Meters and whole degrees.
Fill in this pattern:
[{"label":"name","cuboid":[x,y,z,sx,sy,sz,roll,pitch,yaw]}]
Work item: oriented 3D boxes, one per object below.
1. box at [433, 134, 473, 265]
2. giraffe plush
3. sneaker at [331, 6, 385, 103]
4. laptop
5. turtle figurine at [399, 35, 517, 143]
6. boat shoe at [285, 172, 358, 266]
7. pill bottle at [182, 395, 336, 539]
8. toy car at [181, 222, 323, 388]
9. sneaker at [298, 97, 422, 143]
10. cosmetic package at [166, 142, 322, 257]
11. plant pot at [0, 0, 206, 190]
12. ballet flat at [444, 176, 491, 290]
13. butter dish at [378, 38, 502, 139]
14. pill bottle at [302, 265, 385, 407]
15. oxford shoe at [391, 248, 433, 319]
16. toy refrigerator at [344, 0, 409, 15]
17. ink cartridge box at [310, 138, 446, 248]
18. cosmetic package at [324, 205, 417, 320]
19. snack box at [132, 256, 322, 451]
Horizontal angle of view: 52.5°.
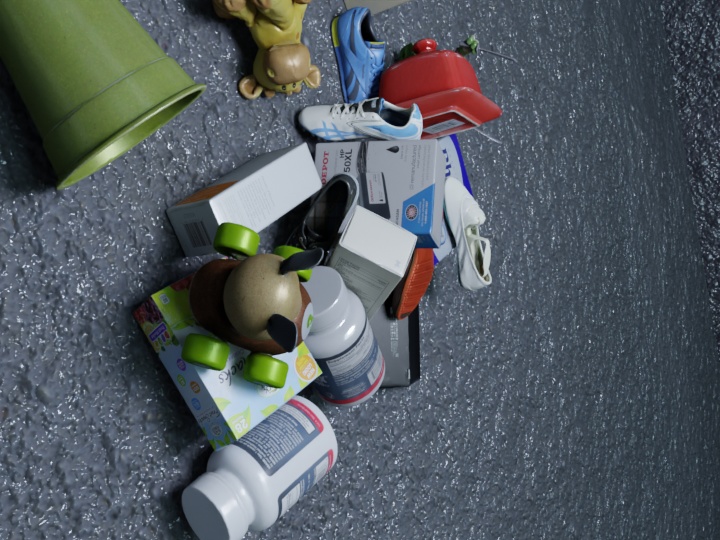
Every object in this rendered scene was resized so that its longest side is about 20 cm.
[{"label":"box","cuboid":[0.107,-0.125,1.300,0.199,0.103,0.188,-38,116,-45]},{"label":"giraffe plush","cuboid":[-0.121,-0.331,1.036,0.201,0.167,0.167,-78,163,-72]},{"label":"sneaker","cuboid":[0.010,-0.335,1.223,0.065,0.077,0.206,-30,111,-48]},{"label":"laptop","cuboid":[0.038,0.103,1.272,0.194,0.115,0.193,0,86,-21]},{"label":"turtle figurine","cuboid":[0.174,-0.354,1.348,0.189,0.146,0.202,-4,47,-32]},{"label":"boat shoe","cuboid":[-0.068,-0.052,1.058,0.203,0.068,0.057,-61,176,9]},{"label":"pill bottle","cuboid":[-0.132,0.266,0.961,0.199,0.117,0.123,-32,111,-46]},{"label":"toy car","cuboid":[-0.096,0.036,0.815,0.155,0.198,0.169,21,74,-28]},{"label":"sneaker","cuboid":[0.000,-0.237,1.125,0.073,0.194,0.074,-78,171,-45]},{"label":"cosmetic package","cuboid":[-0.153,-0.098,0.991,0.199,0.100,0.073,-41,116,-44]},{"label":"plant pot","cuboid":[-0.300,-0.223,0.785,0.192,0.198,0.200,55,48,-13]},{"label":"ballet flat","cuboid":[0.193,-0.065,1.270,0.069,0.068,0.206,-23,106,-47]},{"label":"butter dish","cuboid":[0.115,-0.311,1.219,0.198,0.195,0.153,5,77,-60]},{"label":"pill bottle","cuboid":[-0.041,0.094,1.057,0.121,0.117,0.202,-60,146,-33]},{"label":"oxford shoe","cuboid":[0.079,-0.022,1.194,0.070,0.071,0.205,-6,114,-56]},{"label":"toy refrigerator","cuboid":[0.067,-0.476,1.207,0.076,0.196,0.071,-43,118,-42]},{"label":"ink cartridge box","cuboid":[0.026,-0.116,1.118,0.084,0.194,0.149,36,57,-68]},{"label":"cosmetic package","cuboid":[0.000,0.000,1.077,0.103,0.201,0.072,27,60,-5]},{"label":"snack box","cuboid":[-0.166,0.095,0.938,0.168,0.067,0.203,-33,91,-46]}]
